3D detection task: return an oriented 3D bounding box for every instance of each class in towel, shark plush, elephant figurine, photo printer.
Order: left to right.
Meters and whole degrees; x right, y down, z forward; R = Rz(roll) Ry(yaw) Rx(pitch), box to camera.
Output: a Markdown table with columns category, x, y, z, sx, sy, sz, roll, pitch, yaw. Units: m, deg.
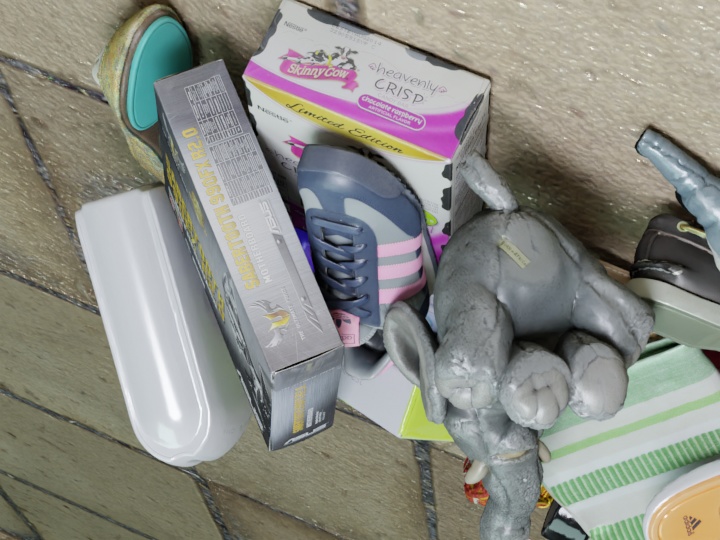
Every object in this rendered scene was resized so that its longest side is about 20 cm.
| category | x | y | z | sx | sy | sz | roll | pitch | yaw |
| --- | --- | --- | --- | --- | --- | --- | --- | --- | --- |
| photo printer | -0.132 | 0.037 | 1.379 | 0.069 | 0.202 | 0.166 | -14 | -176 | 10 |
| elephant figurine | 0.077 | 0.057 | 1.140 | 0.140 | 0.156 | 0.200 | 24 | 157 | -3 |
| towel | 0.192 | 0.127 | 1.240 | 0.152 | 0.024 | 0.200 | -22 | 126 | 28 |
| shark plush | 0.244 | -0.021 | 1.069 | 0.200 | 0.091 | 0.083 | 45 | 142 | 10 |

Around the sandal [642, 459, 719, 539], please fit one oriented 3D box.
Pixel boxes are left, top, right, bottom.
| category | x | y | z | sx | sy | sz | roll | pitch | yaw |
| --- | --- | --- | --- | --- | --- | --- | --- | --- | --- |
| sandal | 0.277 | 0.139 | 1.189 | 0.059 | 0.205 | 0.080 | -117 | 3 | -56 |

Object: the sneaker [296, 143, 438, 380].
| category | x | y | z | sx | sy | sz | roll | pitch | yaw |
| --- | --- | --- | --- | --- | --- | --- | --- | --- | --- |
| sneaker | 0.000 | 0.000 | 1.160 | 0.070 | 0.083 | 0.200 | 15 | 158 | 24 |

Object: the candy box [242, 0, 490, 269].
| category | x | y | z | sx | sy | sz | roll | pitch | yaw |
| --- | --- | --- | --- | --- | --- | --- | --- | --- | --- |
| candy box | 0.006 | -0.072 | 1.187 | 0.135 | 0.061 | 0.200 | 23 | 159 | 12 |

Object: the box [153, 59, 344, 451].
| category | x | y | z | sx | sy | sz | roll | pitch | yaw |
| --- | --- | --- | --- | --- | --- | --- | --- | --- | --- |
| box | -0.071 | -0.006 | 1.198 | 0.159 | 0.048 | 0.202 | 98 | 151 | -69 |

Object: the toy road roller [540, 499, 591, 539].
| category | x | y | z | sx | sy | sz | roll | pitch | yaw |
| --- | --- | --- | --- | --- | --- | --- | --- | --- | --- |
| toy road roller | 0.217 | 0.120 | 1.360 | 0.122 | 0.146 | 0.201 | 25 | 123 | 2 |

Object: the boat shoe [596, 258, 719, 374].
| category | x | y | z | sx | sy | sz | roll | pitch | yaw |
| --- | --- | --- | --- | --- | --- | --- | --- | --- | --- |
| boat shoe | 0.196 | 0.033 | 1.214 | 0.199 | 0.074 | 0.069 | 28 | 136 | -10 |

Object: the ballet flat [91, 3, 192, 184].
| category | x | y | z | sx | sy | sz | roll | pitch | yaw |
| --- | --- | --- | --- | --- | --- | --- | --- | --- | --- |
| ballet flat | -0.140 | -0.117 | 1.261 | 0.070 | 0.071 | 0.200 | 20 | 160 | 17 |

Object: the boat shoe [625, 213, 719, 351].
| category | x | y | z | sx | sy | sz | roll | pitch | yaw |
| --- | --- | --- | --- | --- | --- | --- | --- | --- | --- |
| boat shoe | 0.250 | 0.030 | 1.133 | 0.200 | 0.061 | 0.072 | 24 | 161 | -13 |

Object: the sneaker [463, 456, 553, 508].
| category | x | y | z | sx | sy | sz | roll | pitch | yaw |
| --- | --- | --- | --- | --- | --- | --- | --- | --- | --- |
| sneaker | 0.117 | 0.138 | 1.398 | 0.077 | 0.074 | 0.200 | 24 | -177 | 5 |

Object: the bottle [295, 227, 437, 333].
| category | x | y | z | sx | sy | sz | roll | pitch | yaw |
| --- | --- | --- | --- | --- | --- | --- | --- | --- | --- |
| bottle | 0.007 | -0.013 | 1.318 | 0.198 | 0.066 | 0.084 | 25 | 174 | 4 |

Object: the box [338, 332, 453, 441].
| category | x | y | z | sx | sy | sz | roll | pitch | yaw |
| --- | --- | --- | --- | --- | --- | --- | --- | --- | --- |
| box | 0.023 | 0.063 | 1.312 | 0.121 | 0.048 | 0.199 | 7 | -162 | -46 |
